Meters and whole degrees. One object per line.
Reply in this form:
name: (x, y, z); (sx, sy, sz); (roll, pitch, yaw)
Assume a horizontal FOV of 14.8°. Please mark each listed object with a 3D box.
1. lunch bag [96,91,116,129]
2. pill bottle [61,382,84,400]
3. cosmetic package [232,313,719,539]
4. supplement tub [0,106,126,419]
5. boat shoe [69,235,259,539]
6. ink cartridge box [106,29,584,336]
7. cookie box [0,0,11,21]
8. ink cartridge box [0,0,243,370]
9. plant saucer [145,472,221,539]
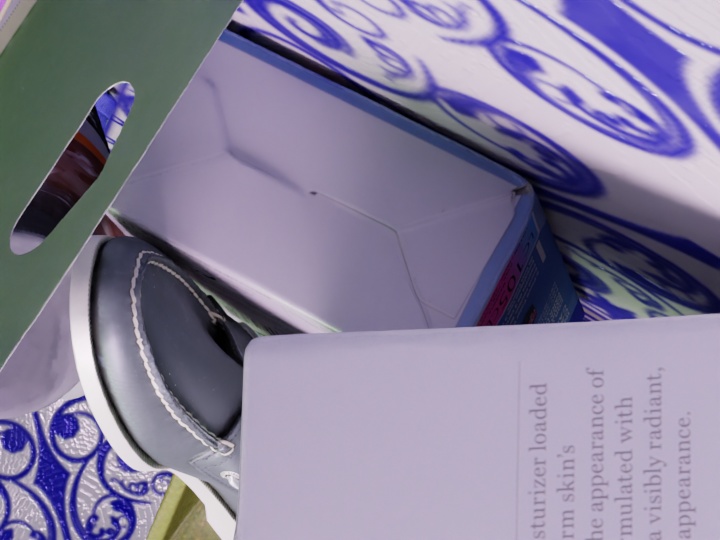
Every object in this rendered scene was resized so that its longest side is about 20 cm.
lunch bag: (-0.225, -0.045, 1.182); (0.200, 0.170, 0.127); (28, 175, 15)
pill bottle: (-0.186, 0.004, 1.571); (0.200, 0.109, 0.109); (32, 172, -17)
cosmetic package: (0.077, 0.115, 0.836); (0.199, 0.165, 0.165); (-3, 161, 17)
supplement tub: (-0.138, -0.025, 0.991); (0.107, 0.107, 0.200); (34, -166, -27)
boat shoe: (-0.036, 0.045, 0.935); (0.062, 0.073, 0.200); (-7, 147, 20)
ink cartridge box: (0.000, 0.000, 0.978); (0.136, 0.076, 0.200); (28, 170, 15)
cookie box: (-0.183, -0.078, 0.820); (0.075, 0.172, 0.200); (31, 173, -31)
ink cartridge box: (-0.141, -0.057, 0.884); (0.048, 0.146, 0.200); (39, 168, -35)
plant saucer: (0.019, 0.086, 1.123); (0.199, 0.048, 0.200); (8, 158, -8)
